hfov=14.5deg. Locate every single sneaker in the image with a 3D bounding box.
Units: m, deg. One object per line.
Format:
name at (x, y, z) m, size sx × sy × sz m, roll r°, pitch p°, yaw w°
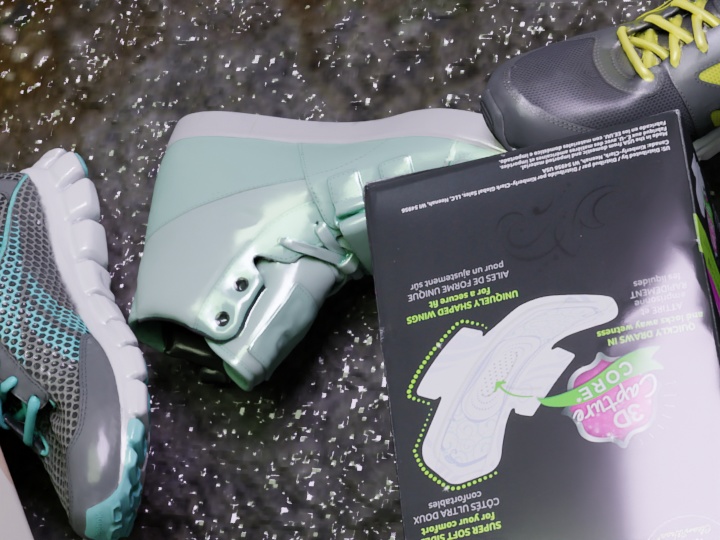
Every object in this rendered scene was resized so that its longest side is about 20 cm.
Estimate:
sneaker at (0.140, -0.092, 1.098) m, size 0.199 × 0.085 × 0.075 m, roll -13°, pitch 49°, yaw -19°
sneaker at (-0.141, 0.035, 1.154) m, size 0.091 × 0.078 × 0.200 m, roll -6°, pitch 44°, yaw -17°
sneaker at (0.000, 0.000, 1.145) m, size 0.200 × 0.074 × 0.119 m, roll 2°, pitch 62°, yaw 28°

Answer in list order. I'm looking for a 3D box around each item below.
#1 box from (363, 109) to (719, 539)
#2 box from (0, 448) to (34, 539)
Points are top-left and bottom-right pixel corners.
box at (0.087, 0.072, 1.031) m, size 0.124 × 0.149 × 0.201 m, roll -12°, pitch 60°, yaw 12°
box at (-0.205, 0.054, 1.116) m, size 0.095 × 0.078 × 0.201 m, roll -13°, pitch 97°, yaw 51°
